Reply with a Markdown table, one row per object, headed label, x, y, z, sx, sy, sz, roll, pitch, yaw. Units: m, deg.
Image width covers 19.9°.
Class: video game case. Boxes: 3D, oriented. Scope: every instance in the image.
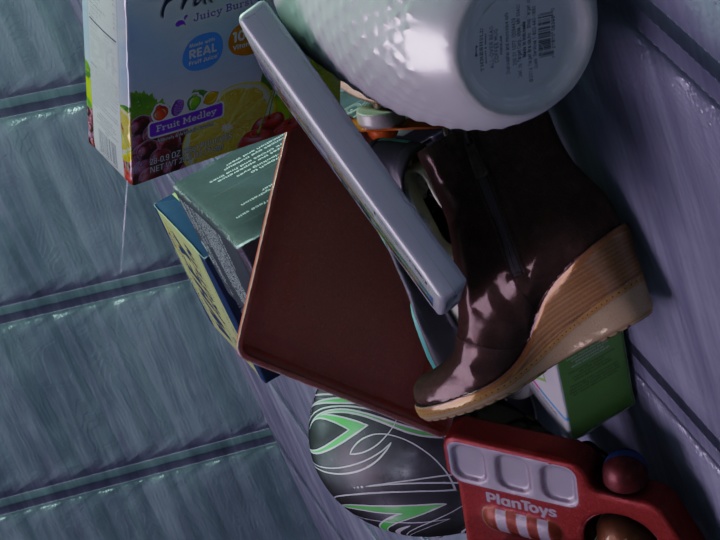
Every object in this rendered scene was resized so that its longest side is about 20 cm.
| label | x | y | z | sx | sy | sz | roll | pitch | yaw |
| --- | --- | --- | --- | --- | --- | --- | --- | --- | --- |
| video game case | -0.002 | -0.063 | 1.242 | 0.200 | 0.022 | 0.182 | 54 | 179 | 4 |

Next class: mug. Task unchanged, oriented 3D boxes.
| label | x | y | z | sx | sy | sz | roll | pitch | yaw |
| --- | --- | --- | --- | --- | --- | --- | --- | --- | --- |
| mug | 0.054 | -0.179 | 1.142 | 0.175 | 0.147 | 0.201 | 40 | 126 | 55 |

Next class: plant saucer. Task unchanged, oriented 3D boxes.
| label | x | y | z | sx | sy | sz | roll | pitch | yaw |
| --- | --- | --- | --- | --- | --- | --- | --- | --- | --- |
| plant saucer | 0.000 | 0.000 | 1.498 | 0.199 | 0.201 | 0.037 | 23 | 161 | -33 |

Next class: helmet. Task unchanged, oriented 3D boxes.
| label | x | y | z | sx | sy | sz | roll | pitch | yaw |
| --- | --- | --- | --- | --- | --- | --- | --- | --- | --- |
| helmet | 0.053 | 0.143 | 1.808 | 0.201 | 0.199 | 0.191 | 59 | 172 | 12 |

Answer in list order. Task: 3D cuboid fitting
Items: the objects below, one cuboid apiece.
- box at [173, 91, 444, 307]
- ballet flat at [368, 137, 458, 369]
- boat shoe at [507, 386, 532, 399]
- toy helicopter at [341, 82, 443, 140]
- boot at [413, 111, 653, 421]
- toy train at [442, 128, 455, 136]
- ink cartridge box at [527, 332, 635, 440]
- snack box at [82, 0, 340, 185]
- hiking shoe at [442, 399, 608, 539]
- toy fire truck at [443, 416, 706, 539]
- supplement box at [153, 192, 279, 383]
| label | x | y | z | sx | sy | sz | roll | pitch | yaw |
| --- | --- | --- | --- | --- | --- | --- | --- | --- | --- |
| box | -0.021 | -0.046 | 1.660 | 0.118 | 0.196 | 0.200 | 65 | 169 | -23 |
| ballet flat | 0.059 | -0.002 | 1.407 | 0.201 | 0.073 | 0.073 | 65 | 170 | -12 |
| boat shoe | 0.102 | 0.044 | 1.704 | 0.202 | 0.065 | 0.075 | 35 | 151 | 60 |
| toy helicopter | 0.039 | -0.128 | 1.409 | 0.200 | 0.079 | 0.133 | 37 | 127 | 25 |
| boot | 0.083 | -0.006 | 1.349 | 0.167 | 0.200 | 0.072 | 60 | -149 | 3 |
| toy train | 0.079 | -0.097 | 1.499 | 0.046 | 0.034 | 0.201 | -115 | 1 | -69 |
| ink cartridge box | 0.134 | 0.018 | 1.446 | 0.104 | 0.059 | 0.200 | 53 | 167 | 39 |
| snack box | -0.094 | -0.174 | 1.329 | 0.068 | 0.168 | 0.201 | 41 | 142 | 41 |
| hiking shoe | 0.155 | 0.152 | 1.624 | 0.200 | 0.076 | 0.101 | 36 | 150 | 2 |
| toy fire truck | 0.161 | 0.191 | 1.505 | 0.199 | 0.112 | 0.169 | 11 | 134 | 27 |
| supplement box | -0.055 | -0.028 | 1.872 | 0.135 | 0.199 | 0.200 | 65 | 170 | -22 |
